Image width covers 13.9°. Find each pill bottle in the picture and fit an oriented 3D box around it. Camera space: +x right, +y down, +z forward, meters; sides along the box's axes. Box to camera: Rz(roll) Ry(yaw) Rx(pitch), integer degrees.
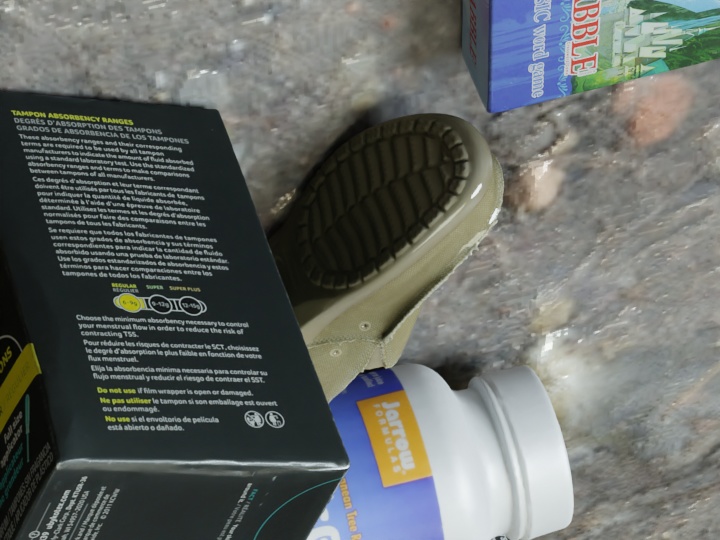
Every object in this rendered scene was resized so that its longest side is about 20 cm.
[{"bbox_3d":[-0.004,0.108,1.418,0.199,0.112,0.112,-14,143,-9],"label":"pill bottle"}]

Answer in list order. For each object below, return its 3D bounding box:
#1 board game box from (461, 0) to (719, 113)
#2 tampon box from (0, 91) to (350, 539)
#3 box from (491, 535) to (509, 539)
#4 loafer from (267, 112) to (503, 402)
[{"bbox_3d":[0.140,-0.165,1.209,0.198,0.041,0.200,-15,143,-9],"label":"board game box"},{"bbox_3d":[-0.113,0.049,1.219,0.126,0.201,0.150,3,136,-28],"label":"tampon box"},{"bbox_3d":[-0.011,0.169,1.523,0.199,0.075,0.050,-1,137,-23],"label":"box"},{"bbox_3d":[0.000,0.000,1.325,0.067,0.076,0.200,15,140,-39],"label":"loafer"}]
